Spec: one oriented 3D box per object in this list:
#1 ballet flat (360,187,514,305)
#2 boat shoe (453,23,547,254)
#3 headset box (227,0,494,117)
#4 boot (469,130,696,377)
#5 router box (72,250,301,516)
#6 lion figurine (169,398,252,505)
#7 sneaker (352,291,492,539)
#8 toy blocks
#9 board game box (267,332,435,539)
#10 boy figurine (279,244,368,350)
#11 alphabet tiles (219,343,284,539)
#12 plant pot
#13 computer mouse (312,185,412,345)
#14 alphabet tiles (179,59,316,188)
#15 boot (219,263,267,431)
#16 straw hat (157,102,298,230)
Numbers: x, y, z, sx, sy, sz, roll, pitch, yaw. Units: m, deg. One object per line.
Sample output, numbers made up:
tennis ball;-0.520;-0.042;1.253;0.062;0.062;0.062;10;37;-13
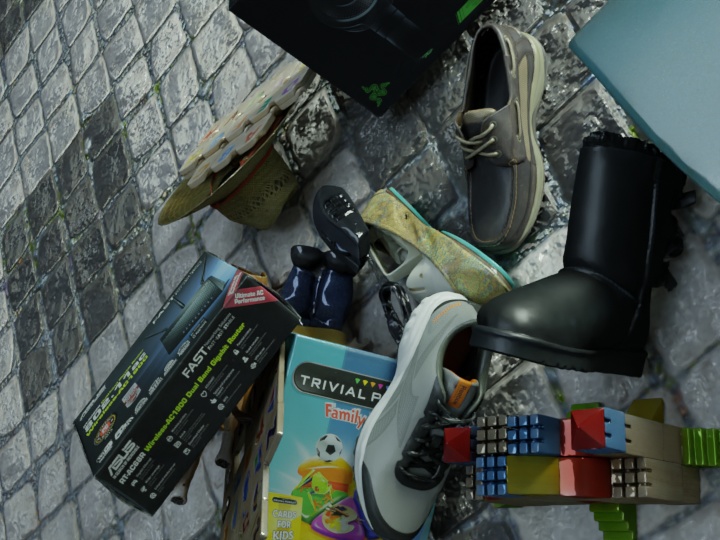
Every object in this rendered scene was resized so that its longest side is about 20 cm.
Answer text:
ballet flat;0.055;-0.008;0.887;0.200;0.070;0.071;42;107;49
boat shoe;0.109;-0.115;0.866;0.074;0.073;0.203;-11;70;43
headset box;0.006;-0.265;0.938;0.174;0.199;0.093;-41;35;27
boot;0.157;-0.014;0.702;0.073;0.197;0.165;14;93;44
router box;-0.151;0.086;0.855;0.201;0.062;0.150;-53;22;-8
lion figurine;-0.149;0.135;0.948;0.199;0.072;0.123;-35;30;36
sneaker;0.052;0.115;0.791;0.079;0.073;0.202;9;81;66
toy blocks;0.135;0.134;0.712;0.199;0.136;0.101;-13;68;43
board game box;-0.011;0.167;0.840;0.047;0.149;0.202;178;106;-75
boy figurine;-0.058;0.080;0.956;0.123;0.065;0.202;12;74;5
alphabet tiles;-0.089;0.164;0.825;0.201;0.007;0.168;-95;24;-52
plant pot;0.268;-0.111;0.661;0.141;0.141;0.201;-45;57;27
computer mouse;0.000;0.000;0.895;0.059;0.034;0.201;98;150;-46
alphabet tiles;-0.114;-0.169;1.082;0.199;0.015;0.196;-28;26;37
boot;-0.116;0.077;1.029;0.201;0.070;0.146;32;111;55
straw hat;-0.114;-0.088;1.070;0.200;0.085;0.202;-38;21;17
